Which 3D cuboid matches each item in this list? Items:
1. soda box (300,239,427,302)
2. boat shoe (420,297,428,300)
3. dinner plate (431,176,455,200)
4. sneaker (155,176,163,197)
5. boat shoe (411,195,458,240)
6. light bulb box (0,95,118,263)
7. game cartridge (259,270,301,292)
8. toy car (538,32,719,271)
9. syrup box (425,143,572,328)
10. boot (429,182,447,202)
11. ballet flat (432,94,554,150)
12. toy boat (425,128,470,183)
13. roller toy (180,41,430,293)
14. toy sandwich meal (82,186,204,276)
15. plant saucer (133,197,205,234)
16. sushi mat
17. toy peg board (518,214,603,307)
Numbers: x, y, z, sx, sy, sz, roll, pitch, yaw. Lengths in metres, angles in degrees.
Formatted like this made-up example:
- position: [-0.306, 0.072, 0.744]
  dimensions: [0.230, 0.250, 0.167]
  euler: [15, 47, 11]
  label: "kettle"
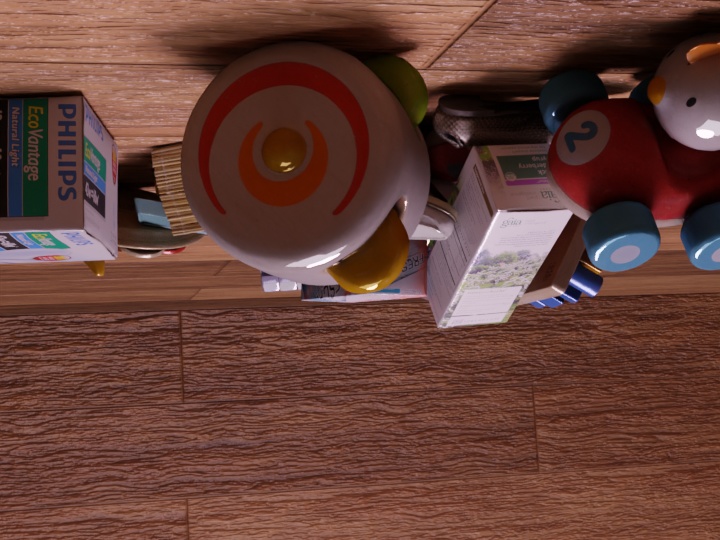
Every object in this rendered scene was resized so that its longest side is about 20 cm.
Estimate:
- position: [0.000, 0.000, 1.262]
  dimensions: [0.068, 0.064, 0.200]
  euler: [3, 175, -22]
  label: "soda box"
- position: [0.088, -0.042, 1.459]
  dimensions: [0.065, 0.200, 0.072]
  euler: [11, 139, -11]
  label: "boat shoe"
- position: [0.107, -0.081, 1.343]
  dimensions: [0.200, 0.024, 0.200]
  euler: [36, -177, -3]
  label: "dinner plate"
- position: [-0.168, -0.089, 1.376]
  dimensions: [0.082, 0.078, 0.200]
  euler: [1, 167, 20]
  label: "sneaker"
- position: [-0.004, -0.043, 1.134]
  dimensions: [0.200, 0.068, 0.075]
  euler: [7, 161, 28]
  label: "boat shoe"
- position: [-0.341, -0.078, 1.112]
  dimensions: [0.200, 0.125, 0.198]
  euler: [-2, 173, -3]
  label: "light bulb box"
- position: [-0.055, -0.044, 1.455]
  dimensions: [0.130, 0.038, 0.200]
  euler: [0, -146, 0]
  label: "game cartridge"
- position: [0.260, -0.130, 0.972]
  dimensions: [0.177, 0.184, 0.200]
  euler: [-1, 144, -15]
  label: "toy car"
- position: [0.126, -0.031, 1.140]
  dimensions: [0.079, 0.081, 0.200]
  euler: [-4, 146, -18]
  label: "syrup box"
- position: [0.054, -0.088, 1.177]
  dimensions: [0.166, 0.072, 0.200]
  euler: [34, 173, -21]
  label: "boot"
- position: [0.164, -0.133, 1.115]
  dimensions: [0.200, 0.046, 0.067]
  euler: [1, -152, -14]
  label: "ballet flat"
- position: [0.157, -0.087, 1.236]
  dimensions: [0.130, 0.131, 0.200]
  euler: [-9, 171, 35]
  label: "toy boat"
- position: [-0.044, -0.081, 0.947]
  dimensions: [0.182, 0.200, 0.140]
  euler: [1, 174, 15]
  label: "roller toy"
- position: [-0.283, -0.045, 1.401]
  dimensions: [0.205, 0.070, 0.205]
  euler: [11, -161, -4]
  label: "toy sandwich meal"
- position: [-0.152, -0.051, 1.318]
  dimensions: [0.200, 0.019, 0.070]
  euler: [8, 169, -8]
  label: "plant saucer"
- position: [-0.125, -0.094, 1.228]
  dimensions: [0.200, 0.096, 0.012]
  euler: [-6, -166, 25]
  label: "sushi mat"
- position: [0.253, -0.035, 1.348]
  dimensions: [0.098, 0.199, 0.200]
  euler: [28, 166, -10]
  label: "toy peg board"
